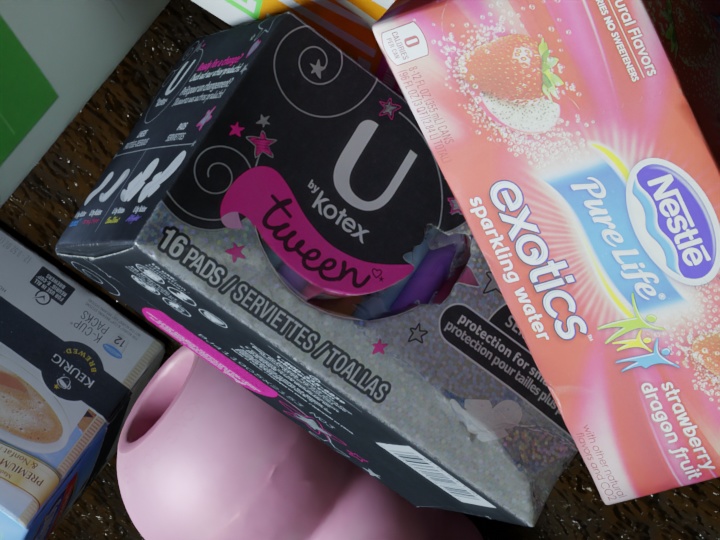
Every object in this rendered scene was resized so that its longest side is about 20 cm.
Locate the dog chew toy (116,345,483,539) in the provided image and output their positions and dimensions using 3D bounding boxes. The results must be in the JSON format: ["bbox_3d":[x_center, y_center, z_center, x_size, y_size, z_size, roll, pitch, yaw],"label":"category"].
[{"bbox_3d":[-0.020,0.116,1.406,0.200,0.125,0.124,36,152,-17],"label":"dog chew toy"}]

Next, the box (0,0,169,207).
[{"bbox_3d":[-0.232,-0.128,1.219,0.200,0.172,0.199,0,135,46],"label":"box"}]

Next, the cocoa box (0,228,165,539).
[{"bbox_3d":[-0.227,0.055,1.517,0.200,0.131,0.133,35,151,2],"label":"cocoa box"}]

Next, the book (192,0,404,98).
[{"bbox_3d":[0.003,-0.113,1.126,0.200,0.048,0.134,32,154,5],"label":"book"}]

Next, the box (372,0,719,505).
[{"bbox_3d":[0.100,-0.032,1.010,0.099,0.096,0.201,-17,109,30],"label":"box"}]

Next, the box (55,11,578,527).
[{"bbox_3d":[0.000,0.000,1.164,0.200,0.115,0.132,35,168,-16],"label":"box"}]
